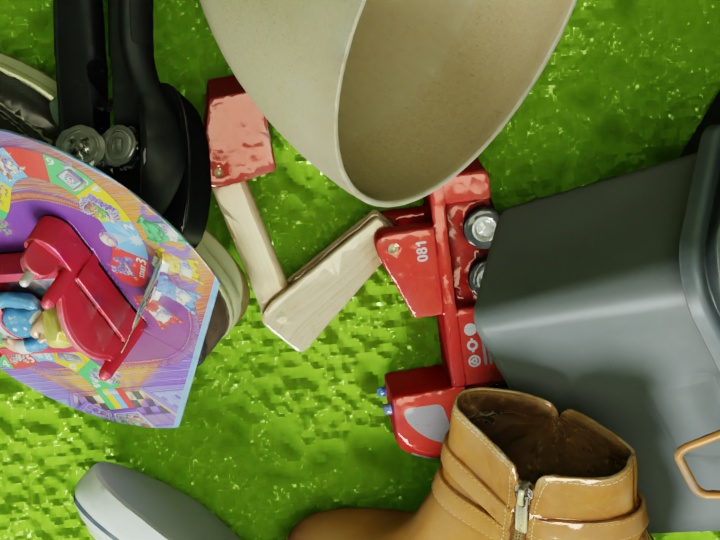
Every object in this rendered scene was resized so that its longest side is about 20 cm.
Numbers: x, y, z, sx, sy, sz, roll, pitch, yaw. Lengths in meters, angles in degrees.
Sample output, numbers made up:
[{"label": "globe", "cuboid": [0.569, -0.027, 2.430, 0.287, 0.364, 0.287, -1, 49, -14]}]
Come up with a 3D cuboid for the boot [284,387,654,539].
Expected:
[{"label": "boot", "cuboid": [0.048, 0.113, 1.315, 0.200, 0.074, 0.155, 9, 140, 17]}]

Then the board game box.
[{"label": "board game box", "cuboid": [-0.151, 0.017, 1.274, 0.158, 0.200, 0.039, 28, 55, 5]}]

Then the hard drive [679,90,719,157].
[{"label": "hard drive", "cuboid": [0.242, -0.063, 1.361, 0.140, 0.038, 0.200, 30, 98, -12]}]

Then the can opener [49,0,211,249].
[{"label": "can opener", "cuboid": [-0.116, -0.105, 1.281, 0.063, 0.079, 0.200, -12, 79, 13]}]

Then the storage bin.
[{"label": "storage bin", "cuboid": [0.145, 0.047, 1.301, 0.134, 0.146, 0.200, -12, 129, 27]}]

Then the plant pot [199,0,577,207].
[{"label": "plant pot", "cuboid": [-0.001, -0.147, 1.257, 0.134, 0.200, 0.201, 29, 102, 25]}]

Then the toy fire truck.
[{"label": "toy fire truck", "cuboid": [0.000, 0.000, 1.347, 0.141, 0.049, 0.200, -7, 105, -3]}]

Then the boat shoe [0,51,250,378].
[{"label": "boat shoe", "cuboid": [-0.140, -0.029, 1.305, 0.200, 0.065, 0.073, 38, 129, -7]}]

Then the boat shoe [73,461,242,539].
[{"label": "boat shoe", "cuboid": [-0.076, 0.179, 1.378, 0.202, 0.075, 0.086, 37, 102, -22]}]
